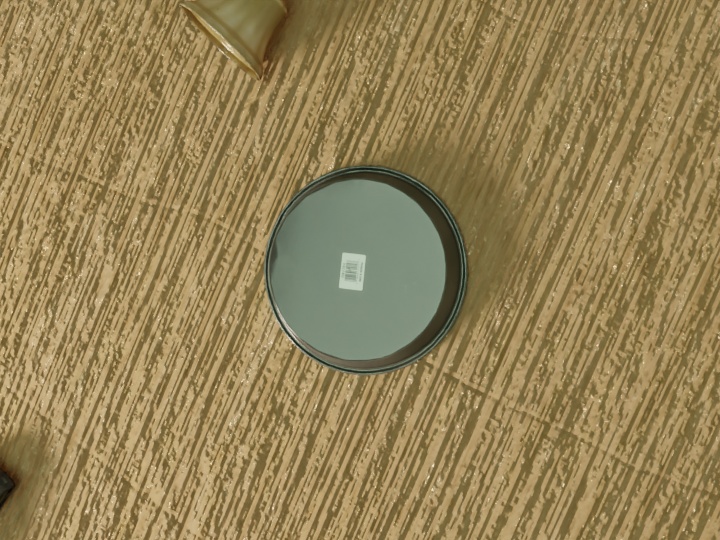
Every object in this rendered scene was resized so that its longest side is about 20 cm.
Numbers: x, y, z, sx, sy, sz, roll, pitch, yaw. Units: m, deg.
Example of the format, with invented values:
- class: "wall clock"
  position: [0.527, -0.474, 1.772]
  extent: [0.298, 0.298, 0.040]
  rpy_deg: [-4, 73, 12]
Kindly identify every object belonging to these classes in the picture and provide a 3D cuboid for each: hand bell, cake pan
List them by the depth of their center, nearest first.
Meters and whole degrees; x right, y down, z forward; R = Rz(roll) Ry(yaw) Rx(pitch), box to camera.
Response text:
- class: "cake pan"
  position: [0.000, 0.000, 1.635]
  extent: [0.200, 0.037, 0.201]
  rpy_deg: [0, 90, 14]
- class: "hand bell"
  position: [-0.067, -0.288, 1.639]
  extent: [0.104, 0.104, 0.200]
  rpy_deg: [41, 87, 10]

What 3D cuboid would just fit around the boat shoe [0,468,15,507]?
- class: "boat shoe"
  position: [-0.414, 0.275, 1.719]
  extent: [0.065, 0.073, 0.200]
  rpy_deg: [33, 97, 17]
